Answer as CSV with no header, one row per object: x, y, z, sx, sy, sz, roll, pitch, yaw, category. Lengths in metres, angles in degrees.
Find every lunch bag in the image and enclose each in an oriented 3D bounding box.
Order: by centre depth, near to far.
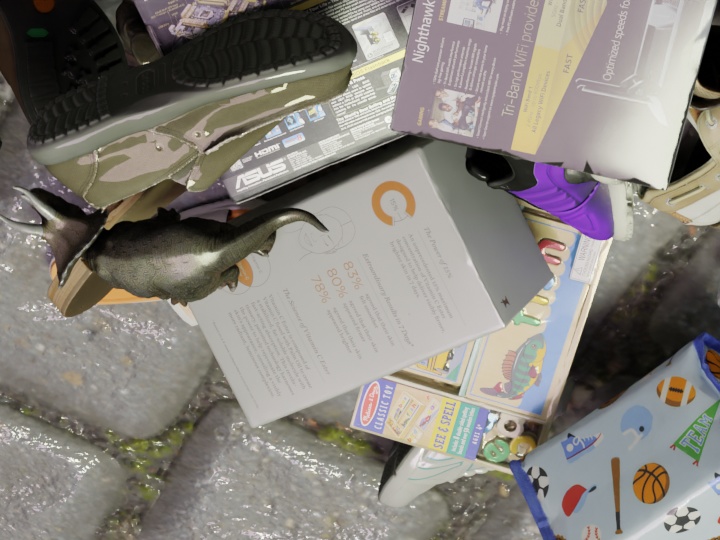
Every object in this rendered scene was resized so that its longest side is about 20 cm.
0.226,0.140,1.596,0.170,0.124,0.200,-36,147,23,lunch bag

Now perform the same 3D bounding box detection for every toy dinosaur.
-0.115,-0.007,1.450,0.200,0.102,0.077,9,100,30,toy dinosaur

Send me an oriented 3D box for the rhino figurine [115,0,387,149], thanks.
-0.067,-0.127,1.481,0.200,0.087,0.060,28,97,-12,rhino figurine

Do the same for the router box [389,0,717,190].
0.111,-0.155,1.269,0.157,0.052,0.200,13,117,1,router box

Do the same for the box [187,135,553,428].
0.000,0.000,1.516,0.200,0.097,0.125,-23,98,29,box

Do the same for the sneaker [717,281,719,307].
0.322,-0.007,1.480,0.114,0.076,0.200,32,141,-16,sneaker

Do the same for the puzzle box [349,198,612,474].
0.080,0.034,1.581,0.133,0.025,0.200,16,115,2,puzzle box

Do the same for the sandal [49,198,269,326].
-0.131,0.008,1.650,0.206,0.059,0.079,-12,130,28,sandal

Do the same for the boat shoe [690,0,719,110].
0.189,-0.134,1.342,0.074,0.073,0.200,34,151,-24,boat shoe

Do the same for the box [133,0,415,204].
-0.018,-0.148,1.393,0.200,0.049,0.161,-22,115,10,box

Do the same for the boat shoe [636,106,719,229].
0.226,-0.094,1.410,0.068,0.075,0.200,5,140,-16,boat shoe

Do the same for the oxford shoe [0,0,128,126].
-0.199,-0.143,1.481,0.084,0.073,0.200,-15,98,65,oxford shoe

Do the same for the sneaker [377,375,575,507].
0.078,0.120,1.689,0.080,0.071,0.200,30,136,-12,sneaker

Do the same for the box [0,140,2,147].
-0.329,-0.082,1.521,0.050,0.200,0.199,-17,128,29,box

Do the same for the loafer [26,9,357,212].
-0.090,-0.090,1.364,0.200,0.075,0.070,-17,125,15,loafer

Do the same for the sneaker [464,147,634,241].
0.115,-0.069,1.439,0.099,0.070,0.200,2,165,11,sneaker

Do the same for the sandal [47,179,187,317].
-0.158,-0.062,1.579,0.070,0.078,0.212,48,119,13,sandal
